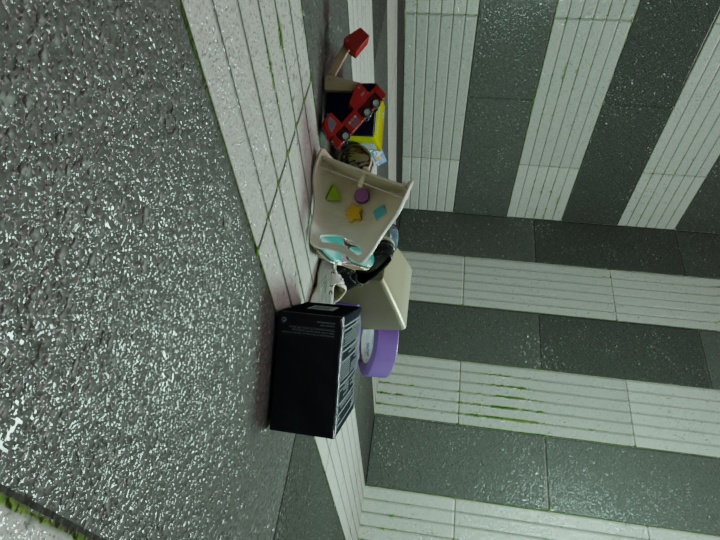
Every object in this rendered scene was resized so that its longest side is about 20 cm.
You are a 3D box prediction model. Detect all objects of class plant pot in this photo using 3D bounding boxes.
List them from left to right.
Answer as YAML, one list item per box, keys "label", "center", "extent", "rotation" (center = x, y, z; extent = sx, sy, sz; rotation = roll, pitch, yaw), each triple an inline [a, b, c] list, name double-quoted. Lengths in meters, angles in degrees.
- label: "plant pot"
  center: [0.021, 0.023, 1.470]
  extent: [0.178, 0.195, 0.203]
  rotation: [70, 24, -52]

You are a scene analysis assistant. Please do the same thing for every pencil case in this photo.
- label: "pencil case"
  center: [-0.013, -0.243, 1.344]
  extent: [0.200, 0.087, 0.080]
  rotation: [60, 26, -86]

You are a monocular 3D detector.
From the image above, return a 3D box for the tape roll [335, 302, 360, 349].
- label: "tape roll"
  center: [-0.053, 0.179, 1.352]
  extent: [0.200, 0.083, 0.205]
  rotation: [5, 90, -82]

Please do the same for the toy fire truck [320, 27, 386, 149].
- label: "toy fire truck"
  center: [-0.025, -0.365, 1.123]
  extent: [0.200, 0.141, 0.049]
  rotation: [-46, -174, 0]

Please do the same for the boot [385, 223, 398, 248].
- label: "boot"
  center: [0.041, -0.121, 1.339]
  extent: [0.075, 0.095, 0.204]
  rotation: [-131, -146, -50]

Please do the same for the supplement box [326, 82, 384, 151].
- label: "supplement box"
  center: [-0.007, -0.345, 1.260]
  extent: [0.200, 0.106, 0.112]
  rotation: [-19, 114, -83]

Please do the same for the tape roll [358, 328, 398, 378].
- label: "tape roll"
  center: [0.047, 0.199, 1.577]
  extent: [0.200, 0.064, 0.205]
  rotation: [-172, -90, -76]

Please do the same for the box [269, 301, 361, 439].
- label: "box"
  center: [-0.076, 0.168, 0.995]
  extent: [0.200, 0.120, 0.204]
  rotation: [-2, 96, -81]

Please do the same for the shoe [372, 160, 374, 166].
- label: "shoe"
  center: [-0.005, -0.223, 1.469]
  extent: [0.092, 0.070, 0.204]
  rotation: [108, -13, -59]

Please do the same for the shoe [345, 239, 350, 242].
- label: "shoe"
  center: [-0.027, -0.104, 1.221]
  extent: [0.071, 0.053, 0.200]
  rotation: [-54, 146, -1]

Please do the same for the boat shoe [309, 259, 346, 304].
- label: "boat shoe"
  center: [-0.063, 0.040, 1.220]
  extent: [0.072, 0.068, 0.203]
  rotation: [85, 12, -48]

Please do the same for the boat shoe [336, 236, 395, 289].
- label: "boat shoe"
  center: [0.002, 0.001, 1.311]
  extent: [0.075, 0.197, 0.067]
  rotation: [47, 21, -34]

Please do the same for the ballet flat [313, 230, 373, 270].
- label: "ballet flat"
  center: [-0.053, -0.039, 1.200]
  extent: [0.198, 0.066, 0.070]
  rotation: [26, 67, -46]

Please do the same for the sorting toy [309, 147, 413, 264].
- label: "sorting toy"
  center: [-0.016, -0.115, 1.105]
  extent: [0.107, 0.196, 0.183]
  rotation: [70, 41, -77]

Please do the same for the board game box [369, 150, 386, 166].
- label: "board game box"
  center: [0.022, -0.373, 1.522]
  extent: [0.200, 0.034, 0.138]
  rotation: [13, 53, -82]
